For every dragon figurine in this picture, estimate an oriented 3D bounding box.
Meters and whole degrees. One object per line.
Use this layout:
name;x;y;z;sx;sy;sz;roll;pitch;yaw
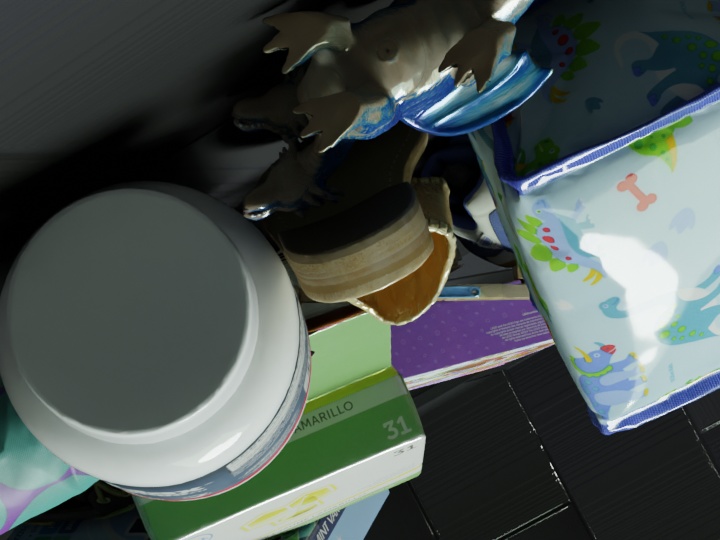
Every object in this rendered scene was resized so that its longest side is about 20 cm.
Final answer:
dragon figurine;0.028;-0.080;0.821;0.199;0.059;0.099;-28;174;15

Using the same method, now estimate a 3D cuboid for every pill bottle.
pill bottle;-0.082;0.028;0.926;0.119;0.120;0.200;-28;172;-3

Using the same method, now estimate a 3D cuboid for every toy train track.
toy train track;0.000;0.000;1.168;0.198;0.033;0.115;0;177;-1

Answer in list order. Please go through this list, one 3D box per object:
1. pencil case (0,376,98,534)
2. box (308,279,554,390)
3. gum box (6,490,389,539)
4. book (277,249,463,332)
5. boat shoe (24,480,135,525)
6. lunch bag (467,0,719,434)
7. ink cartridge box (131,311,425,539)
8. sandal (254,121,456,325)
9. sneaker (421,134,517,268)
pencil case;-0.212;0.097;1.049;0.199;0.086;0.092;-26;-145;-14
box;0.012;0.047;1.264;0.199;0.039;0.137;-14;174;-23
gum box;-0.106;0.160;1.261;0.199;0.045;0.170;-5;-149;29
book;-0.057;0.028;1.313;0.199;0.048;0.134;-21;171;-32
boat shoe;-0.139;0.101;1.244;0.201;0.072;0.061;-15;-157;48
lunch bag;0.153;-0.055;0.980;0.199;0.128;0.170;-24;136;2
ink cartridge box;-0.041;0.088;1.121;0.145;0.048;0.200;-23;166;-6
sandal;0.004;-0.006;0.924;0.077;0.070;0.212;-22;-165;4
sneaker;0.070;-0.047;1.225;0.200;0.088;0.076;-172;-77;-75
